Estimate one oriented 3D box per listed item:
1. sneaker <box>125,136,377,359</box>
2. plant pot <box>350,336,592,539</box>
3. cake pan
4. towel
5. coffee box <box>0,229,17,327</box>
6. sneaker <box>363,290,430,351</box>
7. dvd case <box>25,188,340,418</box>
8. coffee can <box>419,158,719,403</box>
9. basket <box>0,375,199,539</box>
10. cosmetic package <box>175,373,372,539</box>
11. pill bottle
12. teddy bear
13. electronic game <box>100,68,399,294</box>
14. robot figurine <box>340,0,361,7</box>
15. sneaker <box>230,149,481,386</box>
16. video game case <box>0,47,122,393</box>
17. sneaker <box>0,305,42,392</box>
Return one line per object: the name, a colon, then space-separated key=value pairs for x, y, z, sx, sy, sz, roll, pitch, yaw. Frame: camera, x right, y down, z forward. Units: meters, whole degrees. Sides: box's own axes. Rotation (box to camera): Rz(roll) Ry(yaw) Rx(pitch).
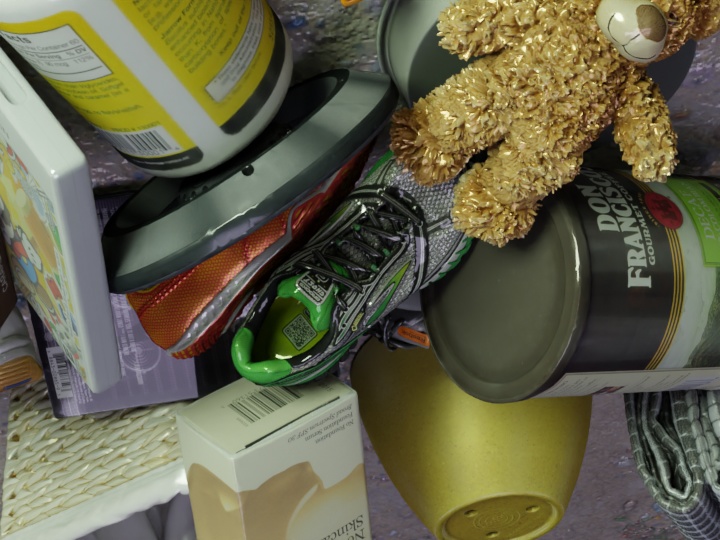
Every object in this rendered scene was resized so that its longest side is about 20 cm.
sneaker: x=-0.069 y=-0.034 z=0.873 sx=0.200 sy=0.077 sz=0.073 roll=-44 pitch=172 yaw=4
plant pot: x=0.098 y=0.134 z=1.107 sx=0.198 sy=0.143 sz=0.201 roll=-6 pitch=145 yaw=-4
cake pan: x=0.109 y=-0.131 z=0.824 sx=0.198 sy=0.037 sz=0.201 roll=-6 pitch=145 yaw=-4
towel: x=0.247 y=0.109 z=1.052 sx=0.085 sy=0.202 sz=0.166 roll=-22 pitch=145 yaw=18
coffee box: x=-0.306 y=-0.016 z=0.795 sx=0.198 sy=0.080 sz=0.115 roll=19 pitch=147 yaw=10
sneaker: x=0.009 y=0.016 z=0.977 sx=0.198 sy=0.080 sz=0.074 roll=0 pitch=147 yaw=-9
dvd case: x=-0.121 y=0.015 z=0.934 sx=0.198 sy=0.016 sz=0.150 roll=-8 pitch=110 yaw=2
coffee can: x=0.158 y=0.007 z=0.899 sx=0.199 sy=0.147 sz=0.146 roll=1 pitch=147 yaw=-36
basket: x=-0.144 y=0.157 z=1.074 sx=0.199 sy=0.162 sz=0.198 roll=-28 pitch=141 yaw=25
cosmetic package: x=-0.051 y=0.169 z=0.938 sx=0.105 sy=0.071 sz=0.202 roll=-26 pitch=125 yaw=-30
pill bottle: x=-0.124 y=-0.144 z=0.690 sx=0.113 sy=0.115 sz=0.200 roll=-19 pitch=144 yaw=16
teddy bear: x=0.102 y=-0.096 z=0.747 sx=0.199 sy=0.067 sz=0.146 roll=-25 pitch=98 yaw=26
electronic game: x=-0.065 y=-0.051 z=0.784 sx=0.199 sy=0.200 sz=0.042 roll=-26 pitch=108 yaw=24
robot figurine: x=0.000 y=-0.219 z=0.656 sx=0.144 sy=0.059 sz=0.200 roll=-16 pitch=145 yaw=10
sneaker: x=0.000 y=0.000 z=0.840 sx=0.200 sy=0.078 sz=0.085 roll=-51 pitch=172 yaw=15
video game case: x=-0.191 y=-0.051 z=0.762 sx=0.023 sy=0.182 sz=0.201 roll=-29 pitch=152 yaw=-22
sneaker: x=-0.290 y=0.047 z=0.978 sx=0.199 sy=0.089 sz=0.075 roll=-14 pitch=-177 yaw=43
